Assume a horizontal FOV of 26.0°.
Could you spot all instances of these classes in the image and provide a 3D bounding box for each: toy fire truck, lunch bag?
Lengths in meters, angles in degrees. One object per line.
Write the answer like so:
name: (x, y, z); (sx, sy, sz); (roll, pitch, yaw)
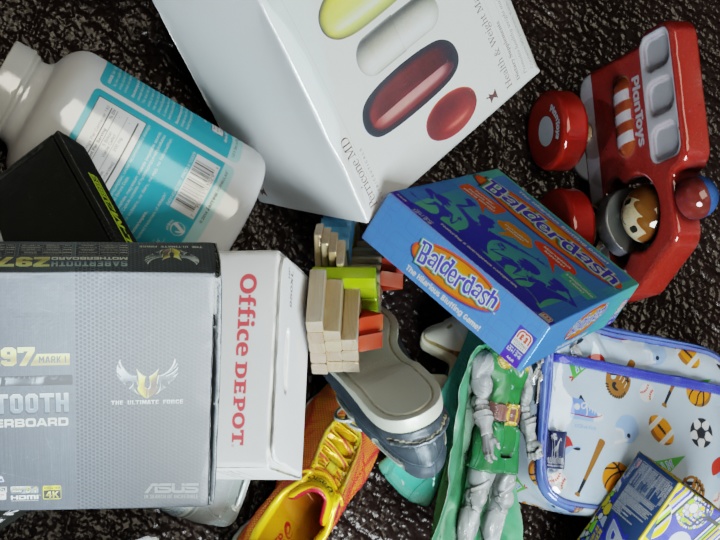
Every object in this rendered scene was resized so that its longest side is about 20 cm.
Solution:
toy fire truck: (0.223, -0.082, 1.252); (0.111, 0.168, 0.202); (1, 78, -22)
lunch bag: (0.205, 0.119, 1.248); (0.198, 0.075, 0.162); (13, 78, -26)

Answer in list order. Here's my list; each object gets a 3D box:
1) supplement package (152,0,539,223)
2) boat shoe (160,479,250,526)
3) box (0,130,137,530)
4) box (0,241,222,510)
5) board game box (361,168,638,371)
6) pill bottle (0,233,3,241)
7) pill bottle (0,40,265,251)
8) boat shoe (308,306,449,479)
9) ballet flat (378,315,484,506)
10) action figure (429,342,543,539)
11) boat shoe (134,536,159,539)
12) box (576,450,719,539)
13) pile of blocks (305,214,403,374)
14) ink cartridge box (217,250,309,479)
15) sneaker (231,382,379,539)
supplement package: (-0.007, -0.176, 1.154); (0.200, 0.146, 0.192); (-42, 121, -24)
boat shoe: (-0.092, 0.090, 1.146); (0.071, 0.070, 0.203); (29, 68, -33)
box: (-0.224, 0.044, 1.019); (0.199, 0.047, 0.194); (-34, 72, 9)
box: (-0.182, 0.063, 0.914); (0.198, 0.051, 0.159); (0, 115, -10)
board game box: (0.110, -0.007, 1.161); (0.152, 0.045, 0.200); (40, 23, 16)
pill bottle: (-0.330, 0.010, 0.974); (0.198, 0.119, 0.121); (-12, 81, 17)
pill bottle: (-0.176, -0.083, 1.116); (0.199, 0.111, 0.112); (31, 69, -14)
boat shoe: (0.014, 0.081, 1.129); (0.074, 0.200, 0.062); (-22, 119, -16)
ballet flat: (0.068, 0.083, 1.211); (0.070, 0.067, 0.201); (26, 67, 0)
action figure: (0.099, 0.129, 1.160); (0.118, 0.054, 0.203); (10, 86, -49)
boat shoe: (-0.149, 0.217, 1.067); (0.197, 0.071, 0.070); (-1, 35, 8)
box: (0.191, 0.245, 1.180); (0.070, 0.064, 0.201); (34, 93, -24)
pile of blocks: (0.000, 0.000, 1.133); (0.061, 0.201, 0.083); (0, 117, 4)
ink cartridge box: (-0.138, 0.067, 1.062); (0.198, 0.084, 0.146); (-1, 77, 14)
sneaker: (-0.025, 0.154, 1.146); (0.073, 0.077, 0.201); (35, 60, -12)
